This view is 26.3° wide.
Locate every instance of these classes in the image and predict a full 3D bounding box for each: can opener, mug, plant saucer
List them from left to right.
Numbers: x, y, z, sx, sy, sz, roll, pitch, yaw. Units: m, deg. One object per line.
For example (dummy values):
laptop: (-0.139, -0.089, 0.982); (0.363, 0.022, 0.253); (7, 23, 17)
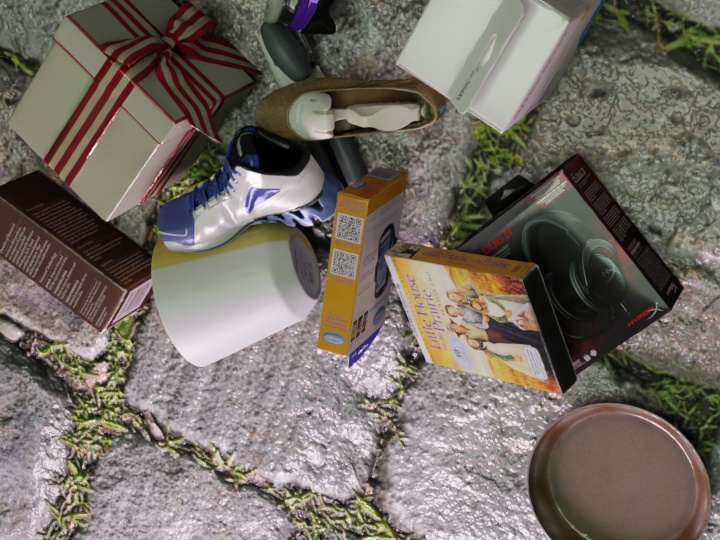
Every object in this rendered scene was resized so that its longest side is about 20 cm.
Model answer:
mug: (-0.135, -0.002, 1.688); (0.153, 0.149, 0.187); (-17, 106, 17)
can opener: (-0.057, -0.174, 1.640); (0.053, 0.067, 0.201); (-21, 98, 27)
plant saucer: (0.278, 0.232, 1.654); (0.200, 0.032, 0.201); (7, 109, 19)

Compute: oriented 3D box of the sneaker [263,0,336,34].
sneaker: (-0.024, -0.335, 1.582); (0.099, 0.070, 0.201); (20, 104, -7)

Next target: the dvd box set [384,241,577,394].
dvd box set: (0.122, 0.047, 1.590); (0.200, 0.029, 0.147); (12, 132, 47)

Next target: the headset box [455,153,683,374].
headset box: (0.208, -0.009, 1.581); (0.149, 0.077, 0.200); (-37, 92, 27)

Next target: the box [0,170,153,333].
box: (-0.338, -0.023, 1.782); (0.200, 0.100, 0.075); (38, 116, 7)

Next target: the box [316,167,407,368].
box: (0.000, 0.000, 1.643); (0.041, 0.119, 0.201); (17, 111, 16)

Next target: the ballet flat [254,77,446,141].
ballet flat: (-0.009, -0.161, 1.583); (0.199, 0.072, 0.068); (-2, 112, -3)

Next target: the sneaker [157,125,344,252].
sneaker: (-0.127, -0.096, 1.615); (0.199, 0.081, 0.115); (-13, 139, 14)

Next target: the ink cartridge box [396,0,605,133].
ink cartridge box: (0.135, -0.230, 1.471); (0.125, 0.200, 0.129); (34, 115, 9)

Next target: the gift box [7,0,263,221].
gift box: (-0.227, -0.182, 1.650); (0.200, 0.185, 0.187); (41, 125, 2)
